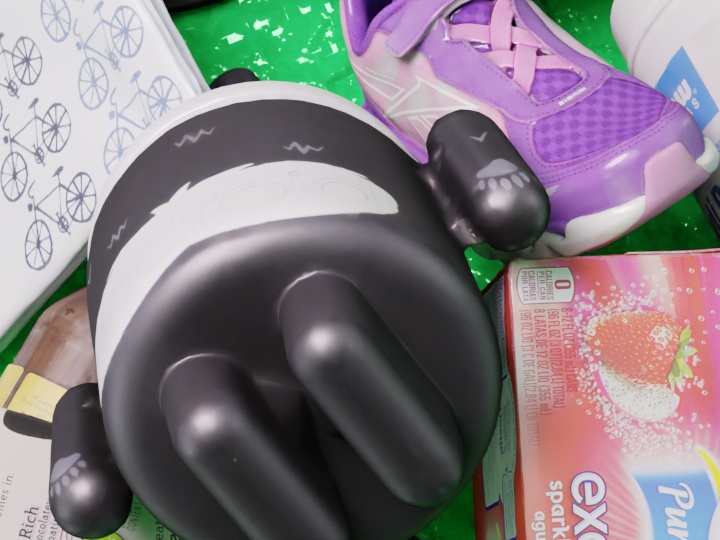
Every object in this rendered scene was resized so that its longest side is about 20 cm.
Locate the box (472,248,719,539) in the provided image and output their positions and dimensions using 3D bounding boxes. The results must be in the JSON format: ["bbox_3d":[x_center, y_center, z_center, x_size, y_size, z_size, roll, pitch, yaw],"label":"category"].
[{"bbox_3d":[0.091,0.099,0.892,0.095,0.100,0.200,-2,79,-7],"label":"box"}]

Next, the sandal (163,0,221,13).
[{"bbox_3d":[-0.111,-0.133,1.070,0.200,0.045,0.075,-15,76,7],"label":"sandal"}]

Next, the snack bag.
[{"bbox_3d":[-0.140,-0.089,1.010,0.189,0.021,0.200,-45,63,42],"label":"snack bag"}]

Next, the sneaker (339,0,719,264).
[{"bbox_3d":[0.046,-0.065,0.939,0.080,0.088,0.200,-28,25,-17],"label":"sneaker"}]

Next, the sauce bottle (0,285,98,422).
[{"bbox_3d":[-0.106,0.057,0.995,0.065,0.065,0.200,27,79,19],"label":"sauce bottle"}]

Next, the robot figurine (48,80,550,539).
[{"bbox_3d":[-0.022,0.018,0.856,0.150,0.200,0.125,0,113,-9],"label":"robot figurine"}]

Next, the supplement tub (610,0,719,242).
[{"bbox_3d":[0.185,-0.033,0.930,0.132,0.132,0.200,-28,67,1],"label":"supplement tub"}]

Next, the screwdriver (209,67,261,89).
[{"bbox_3d":[0.000,0.000,1.011,0.029,0.028,0.200,-49,62,23],"label":"screwdriver"}]

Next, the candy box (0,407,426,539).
[{"bbox_3d":[-0.091,0.130,0.925,0.200,0.061,0.136,19,76,-11],"label":"candy box"}]
